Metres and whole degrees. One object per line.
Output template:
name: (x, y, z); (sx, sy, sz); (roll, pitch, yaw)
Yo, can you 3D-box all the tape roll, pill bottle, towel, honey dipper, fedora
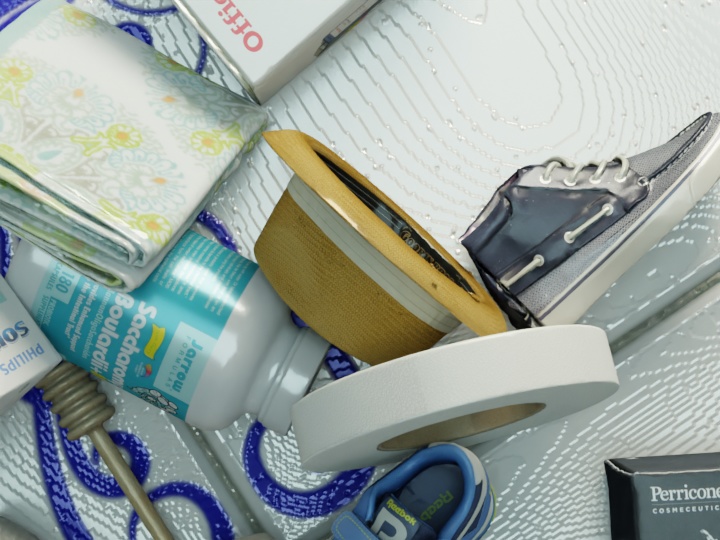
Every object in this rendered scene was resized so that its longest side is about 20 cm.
tape roll: (0.056, 0.079, 0.946); (0.200, 0.203, 0.037); (-14, 77, 1)
pill bottle: (-0.120, 0.029, 0.995); (0.198, 0.111, 0.112); (26, 89, 2)
towel: (-0.168, -0.084, 0.973); (0.170, 0.200, 0.048); (30, 129, 1)
honey dipper: (-0.146, 0.148, 1.031); (0.038, 0.038, 0.201); (-33, 90, 0)
fedora: (0.000, 0.000, 0.961); (0.200, 0.201, 0.082); (42, 98, 2)

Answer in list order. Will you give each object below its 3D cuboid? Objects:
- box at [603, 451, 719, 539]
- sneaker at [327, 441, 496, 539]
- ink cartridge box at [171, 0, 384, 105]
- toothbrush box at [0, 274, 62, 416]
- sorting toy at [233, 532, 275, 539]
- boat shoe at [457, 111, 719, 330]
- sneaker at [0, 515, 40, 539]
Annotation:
box: (0.263, 0.214, 0.978); (0.197, 0.124, 0.199); (-4, 86, 1)
sneaker: (0.005, 0.179, 0.948); (0.074, 0.082, 0.200); (36, 69, 17)
ink cartridge box: (-0.039, -0.228, 1.013); (0.200, 0.088, 0.146); (-41, 88, -2)
toothbrush box: (-0.297, 0.096, 0.940); (0.200, 0.146, 0.086); (-38, 89, 33)
sorting toy: (-0.112, 0.282, 0.940); (0.105, 0.180, 0.203); (0, 99, 7)
boat shoe: (0.152, -0.050, 1.008); (0.093, 0.075, 0.200); (45, 90, -4)
sneaker: (-0.228, 0.237, 0.961); (0.072, 0.201, 0.115); (37, 96, -31)
